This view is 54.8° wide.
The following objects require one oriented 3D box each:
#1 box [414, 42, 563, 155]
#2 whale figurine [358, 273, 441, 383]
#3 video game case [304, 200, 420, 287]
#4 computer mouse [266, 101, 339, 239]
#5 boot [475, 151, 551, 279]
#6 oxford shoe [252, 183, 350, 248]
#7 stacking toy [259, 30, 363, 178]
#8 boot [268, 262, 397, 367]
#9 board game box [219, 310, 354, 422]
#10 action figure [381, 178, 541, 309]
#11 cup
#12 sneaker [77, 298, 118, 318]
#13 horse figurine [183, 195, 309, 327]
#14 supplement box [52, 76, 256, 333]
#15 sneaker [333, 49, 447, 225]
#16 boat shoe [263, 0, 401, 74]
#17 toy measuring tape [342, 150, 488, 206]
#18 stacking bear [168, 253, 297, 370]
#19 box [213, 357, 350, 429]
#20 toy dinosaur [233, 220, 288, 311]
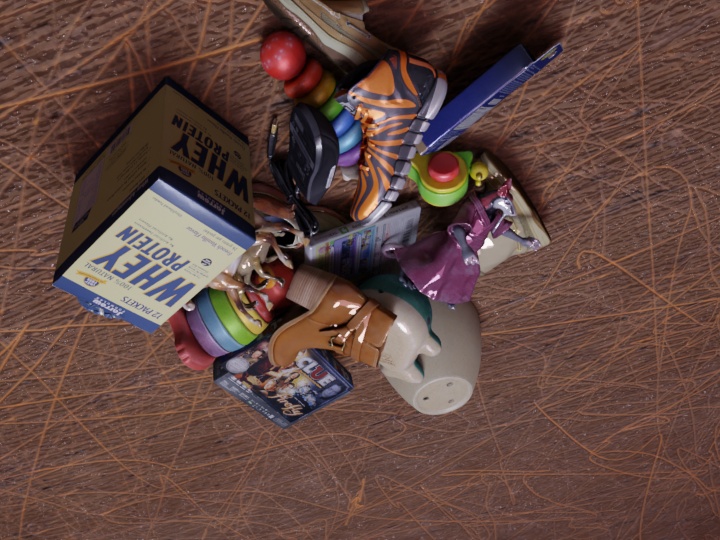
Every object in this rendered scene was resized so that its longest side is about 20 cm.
[{"bbox_3d":[0.155,-0.217,0.849,0.199,0.121,0.033,-36,90,22],"label":"box"},{"bbox_3d":[0.056,0.087,1.052,0.157,0.104,0.201,11,142,28],"label":"whale figurine"},{"bbox_3d":[0.000,0.000,1.036,0.180,0.022,0.201,-21,143,-22],"label":"video game case"},{"bbox_3d":[-0.069,-0.147,0.844,0.046,0.141,0.201,-20,152,-20],"label":"computer mouse"},{"bbox_3d":[0.177,-0.070,1.025,0.154,0.073,0.200,-30,135,18],"label":"boot"},{"bbox_3d":[-0.084,-0.051,0.979,0.198,0.074,0.071,18,127,-27],"label":"oxford shoe"},{"bbox_3d":[-0.047,-0.204,0.843,0.085,0.086,0.200,-34,125,20],"label":"stacking toy"},{"bbox_3d":[-0.043,0.097,0.979,0.153,0.074,0.201,27,133,5],"label":"boot"},{"bbox_3d":[-0.117,0.162,1.138,0.134,0.035,0.200,-30,130,13],"label":"board game box"},{"bbox_3d":[0.147,-0.049,0.963,0.133,0.149,0.201,5,125,-45],"label":"action figure"},{"bbox_3d":[0.123,0.155,1.178,0.197,0.144,0.202,-6,134,-6],"label":"cup"},{"bbox_3d":[-0.294,0.014,0.979,0.197,0.085,0.078,-13,98,-13],"label":"sneaker"},{"bbox_3d":[-0.150,-0.019,0.874,0.132,0.050,0.201,31,108,-1],"label":"horse figurine"},{"bbox_3d":[-0.241,-0.076,0.830,0.199,0.201,0.134,-37,131,23],"label":"supplement box"},{"bbox_3d":[0.009,-0.157,0.797,0.111,0.078,0.202,19,103,-26],"label":"sneaker"},{"bbox_3d":[-0.021,-0.278,0.789,0.199,0.072,0.077,29,102,-38],"label":"boat shoe"},{"bbox_3d":[0.073,-0.119,0.931,0.197,0.074,0.074,-4,135,4],"label":"toy measuring tape"},{"bbox_3d":[-0.177,0.051,1.039,0.198,0.122,0.114,-30,154,5],"label":"stacking bear"},{"bbox_3d":[-0.135,0.186,1.215,0.157,0.051,0.200,-31,131,18],"label":"box"},{"bbox_3d":[-0.169,0.001,0.945,0.199,0.058,0.101,-32,117,15],"label":"toy dinosaur"}]
